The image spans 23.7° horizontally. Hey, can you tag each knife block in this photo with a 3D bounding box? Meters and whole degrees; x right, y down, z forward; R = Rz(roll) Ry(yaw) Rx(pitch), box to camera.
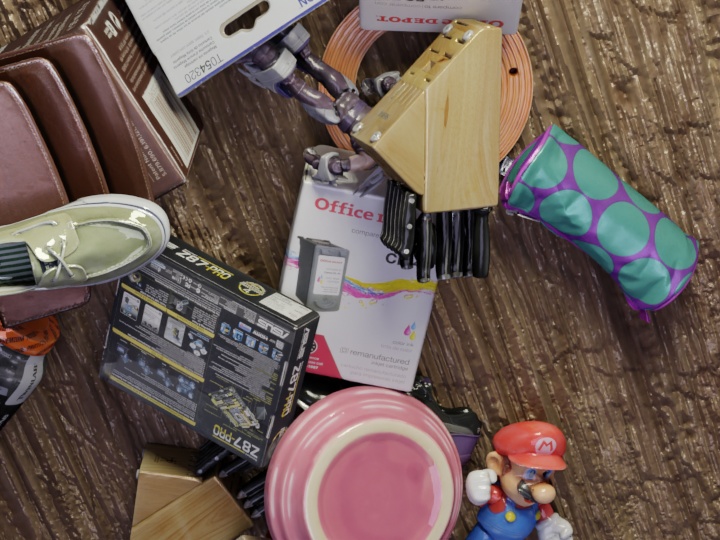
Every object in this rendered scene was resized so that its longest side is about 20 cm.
[{"bbox_3d":[0.088,-0.091,1.486,0.200,0.064,0.176,-48,115,-2],"label":"knife block"},{"bbox_3d":[-0.141,0.242,1.731,0.175,0.064,0.201,10,111,-2],"label":"knife block"}]

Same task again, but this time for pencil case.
[{"bbox_3d":[0.221,-0.045,1.601,0.200,0.085,0.093,37,92,-12],"label":"pencil case"}]

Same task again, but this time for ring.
[{"bbox_3d":[0.060,-0.170,1.591,0.200,0.019,0.201,0,111,0],"label":"ring"}]

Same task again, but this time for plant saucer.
[{"bbox_3d":[0.010,0.211,1.623,0.200,0.051,0.201,-2,95,-20],"label":"plant saucer"}]

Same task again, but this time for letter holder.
[{"bbox_3d":[-0.255,-0.077,1.412,0.142,0.101,0.201,-15,112,4],"label":"letter holder"}]

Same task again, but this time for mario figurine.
[{"bbox_3d":[0.155,0.241,1.697,0.106,0.123,0.201,26,117,18],"label":"mario figurine"}]

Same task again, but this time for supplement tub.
[{"bbox_3d":[-0.385,0.106,1.651,0.122,0.123,0.200,38,108,-13],"label":"supplement tub"}]

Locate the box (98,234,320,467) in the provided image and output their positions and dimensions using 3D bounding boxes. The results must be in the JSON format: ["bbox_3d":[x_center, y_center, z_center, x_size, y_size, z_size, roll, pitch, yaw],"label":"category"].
[{"bbox_3d":[-0.146,0.072,1.620,0.200,0.049,0.162,26,117,21],"label":"box"}]

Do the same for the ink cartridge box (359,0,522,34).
[{"bbox_3d":[0.072,-0.286,1.449,0.145,0.085,0.200,2,155,2],"label":"ink cartridge box"}]

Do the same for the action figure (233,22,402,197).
[{"bbox_3d":[-0.019,-0.148,1.534,0.200,0.130,0.069,41,149,-8],"label":"action figure"}]

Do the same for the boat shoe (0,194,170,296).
[{"bbox_3d":[-0.248,-0.009,1.353,0.199,0.062,0.072,-12,112,-1],"label":"boat shoe"}]

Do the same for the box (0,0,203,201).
[{"bbox_3d":[-0.270,-0.124,1.535,0.200,0.166,0.165,-28,109,11],"label":"box"}]

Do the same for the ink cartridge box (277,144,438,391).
[{"bbox_3d":[0.000,0.000,1.614,0.147,0.086,0.201,11,119,-2],"label":"ink cartridge box"}]

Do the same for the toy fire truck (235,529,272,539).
[{"bbox_3d":[-0.089,0.275,1.702,0.141,0.049,0.200,-17,148,-26],"label":"toy fire truck"}]

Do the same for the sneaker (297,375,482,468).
[{"bbox_3d":[0.025,0.131,1.691,0.199,0.076,0.088,27,97,-14],"label":"sneaker"}]

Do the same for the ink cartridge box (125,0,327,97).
[{"bbox_3d":[-0.125,-0.283,1.482,0.196,0.043,0.201,-28,90,27],"label":"ink cartridge box"}]
